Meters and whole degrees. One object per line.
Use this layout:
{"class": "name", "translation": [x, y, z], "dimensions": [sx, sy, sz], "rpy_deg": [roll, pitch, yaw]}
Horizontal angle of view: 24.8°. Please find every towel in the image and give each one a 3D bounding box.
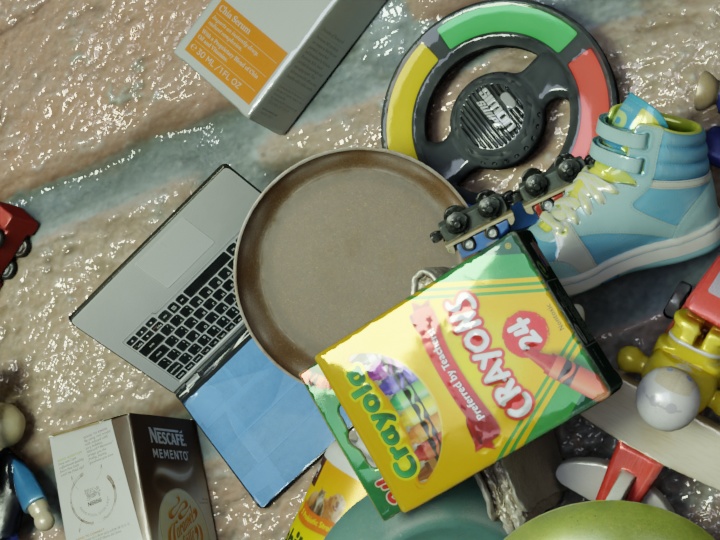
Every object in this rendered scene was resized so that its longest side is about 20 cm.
{"class": "towel", "translation": [0.097, 0.090, 1.217], "dimensions": [0.034, 0.132, 0.200], "rpy_deg": [-20, 86, 23]}

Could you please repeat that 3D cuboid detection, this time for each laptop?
{"class": "laptop", "translation": [-0.095, 0.056, 1.334], "dimensions": [0.187, 0.200, 0.116], "rpy_deg": [-44, 35, 10]}

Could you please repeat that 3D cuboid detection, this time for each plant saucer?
{"class": "plant saucer", "translation": [0.177, 0.256, 1.166], "dimensions": [0.199, 0.031, 0.200], "rpy_deg": [2, 115, 5]}
{"class": "plant saucer", "translation": [0.000, 0.000, 1.298], "dimensions": [0.200, 0.032, 0.201], "rpy_deg": [0, 101, 1]}
{"class": "plant saucer", "translation": [0.058, 0.251, 1.213], "dimensions": [0.199, 0.036, 0.201], "rpy_deg": [-2, 99, -13]}

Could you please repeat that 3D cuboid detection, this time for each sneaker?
{"class": "sneaker", "translation": [0.167, -0.059, 1.196], "dimensions": [0.200, 0.131, 0.080], "rpy_deg": [-17, 28, -13]}

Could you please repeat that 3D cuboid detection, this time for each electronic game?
{"class": "electronic game", "translation": [0.110, -0.120, 1.312], "dimensions": [0.200, 0.042, 0.201], "rpy_deg": [-4, 80, 22]}

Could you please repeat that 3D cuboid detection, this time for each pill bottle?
{"class": "pill bottle", "translation": [0.002, 0.206, 1.268], "dimensions": [0.109, 0.109, 0.200], "rpy_deg": [25, 92, 24]}

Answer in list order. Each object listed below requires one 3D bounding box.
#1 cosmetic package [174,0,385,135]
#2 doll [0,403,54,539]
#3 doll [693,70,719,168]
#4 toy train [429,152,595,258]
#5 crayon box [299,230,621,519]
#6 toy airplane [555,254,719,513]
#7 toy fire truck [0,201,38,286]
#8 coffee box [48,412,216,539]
{"class": "cosmetic package", "translation": [-0.053, -0.227, 1.382], "dimensions": [0.101, 0.071, 0.200], "rpy_deg": [41, 98, 23]}
{"class": "doll", "translation": [-0.324, 0.216, 1.429], "dimensions": [0.136, 0.048, 0.201], "rpy_deg": [0, 75, 33]}
{"class": "doll", "translation": [0.342, -0.086, 1.204], "dimensions": [0.200, 0.048, 0.137], "rpy_deg": [15, 98, 24]}
{"class": "toy train", "translation": [0.148, -0.059, 1.254], "dimensions": [0.200, 0.034, 0.046], "rpy_deg": [-25, 104, 5]}
{"class": "crayon box", "translation": [0.060, 0.077, 1.124], "dimensions": [0.200, 0.051, 0.127], "rpy_deg": [-33, 83, 17]}
{"class": "toy airplane", "translation": [0.214, 0.102, 1.172], "dimensions": [0.200, 0.141, 0.200], "rpy_deg": [-17, 82, 11]}
{"class": "toy fire truck", "translation": [-0.373, -0.042, 1.500], "dimensions": [0.141, 0.049, 0.200], "rpy_deg": [36, 97, 24]}
{"class": "coffee box", "translation": [-0.177, 0.224, 1.339], "dimensions": [0.080, 0.114, 0.200], "rpy_deg": [-18, 76, 20]}
